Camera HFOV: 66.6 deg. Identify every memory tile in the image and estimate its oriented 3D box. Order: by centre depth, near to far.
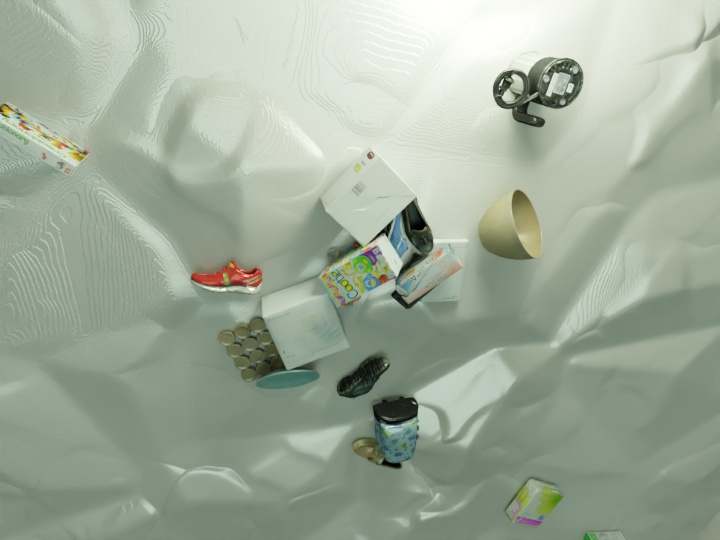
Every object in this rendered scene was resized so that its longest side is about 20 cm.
[{"bbox_3d":[-0.325,0.242,1.669,0.152,0.017,0.201,-23,118,0],"label":"memory tile"}]

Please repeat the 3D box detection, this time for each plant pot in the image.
[{"bbox_3d":[0.419,-0.116,1.574,0.134,0.201,0.200,-18,125,38],"label":"plant pot"}]

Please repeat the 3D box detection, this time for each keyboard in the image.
[{"bbox_3d":[0.170,0.021,1.644,0.127,0.021,0.200,41,111,-14],"label":"keyboard"}]

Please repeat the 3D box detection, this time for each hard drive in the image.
[{"bbox_3d":[0.252,0.002,1.669,0.131,0.027,0.201,-2,117,-11],"label":"hard drive"}]

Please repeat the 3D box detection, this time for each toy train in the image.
[{"bbox_3d":[-0.020,0.019,1.603,0.149,0.056,0.201,-18,118,-3],"label":"toy train"}]

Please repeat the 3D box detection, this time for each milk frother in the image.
[{"bbox_3d":[0.411,-0.477,1.376,0.199,0.188,0.181,27,107,-22],"label":"milk frother"}]

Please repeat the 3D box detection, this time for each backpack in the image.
[{"bbox_3d":[0.121,0.549,1.858,0.162,0.154,0.201,-5,130,-17],"label":"backpack"}]

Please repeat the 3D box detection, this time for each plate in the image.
[{"bbox_3d":[-0.222,0.326,1.678,0.199,0.026,0.200,-9,157,-4],"label":"plate"}]

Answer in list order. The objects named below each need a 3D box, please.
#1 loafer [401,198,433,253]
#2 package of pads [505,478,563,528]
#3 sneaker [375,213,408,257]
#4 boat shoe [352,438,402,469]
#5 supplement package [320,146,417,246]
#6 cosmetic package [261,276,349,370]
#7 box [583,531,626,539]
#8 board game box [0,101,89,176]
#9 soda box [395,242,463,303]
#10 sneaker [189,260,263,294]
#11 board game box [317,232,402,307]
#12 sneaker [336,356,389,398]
[{"bbox_3d":[0.157,-0.130,1.551,0.071,0.063,0.201,-23,111,4],"label":"loafer"},{"bbox_3d":[0.695,0.938,2.203,0.154,0.068,0.201,23,108,-23],"label":"package of pads"},{"bbox_3d":[0.091,-0.091,1.571,0.089,0.078,0.201,-6,113,-34],"label":"sneaker"},{"bbox_3d":[0.066,0.648,1.924,0.199,0.066,0.074,20,110,-20],"label":"boat shoe"},{"bbox_3d":[0.018,-0.199,1.471,0.200,0.111,0.156,-44,117,10],"label":"supplement package"},{"bbox_3d":[-0.161,0.151,1.601,0.198,0.123,0.201,-20,117,-2],"label":"cosmetic package"},{"bbox_3d":[1.069,1.264,2.430,0.175,0.097,0.201,6,113,-12],"label":"box"},{"bbox_3d":[-0.735,-0.300,1.251,0.199,0.126,0.035,34,106,-25],"label":"board game box"},{"bbox_3d":[0.197,0.009,1.591,0.200,0.064,0.068,-36,109,18],"label":"soda box"},{"bbox_3d":[-0.371,0.013,1.524,0.199,0.077,0.086,4,104,-21],"label":"sneaker"},{"bbox_3d":[0.000,0.000,1.505,0.199,0.105,0.103,-29,103,22],"label":"board game box"},{"bbox_3d":[0.017,0.347,1.774,0.199,0.076,0.079,-35,132,13],"label":"sneaker"}]
